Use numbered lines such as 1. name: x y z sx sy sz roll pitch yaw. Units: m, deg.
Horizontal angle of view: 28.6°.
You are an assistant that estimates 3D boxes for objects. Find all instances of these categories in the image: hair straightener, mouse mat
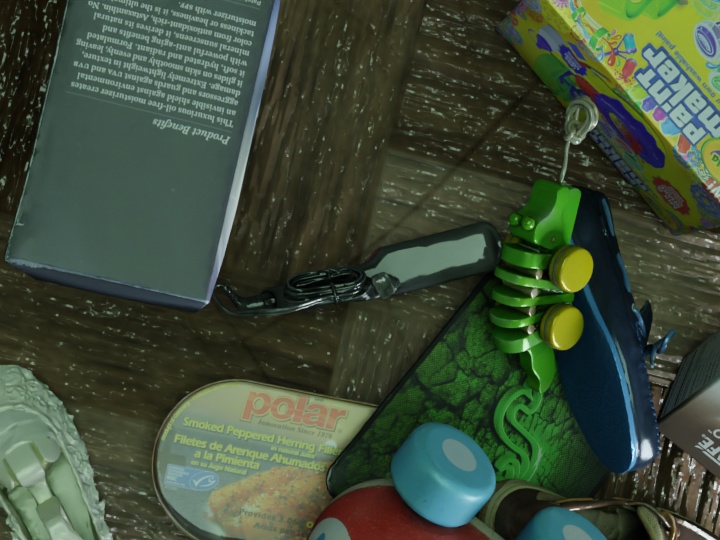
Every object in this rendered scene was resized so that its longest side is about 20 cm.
1. hair straightener: 0.000 0.000 0.940 0.199 0.077 0.041 -9 90 -8
2. mouse mat: 0.089 0.121 0.954 0.161 0.008 0.200 44 71 -10

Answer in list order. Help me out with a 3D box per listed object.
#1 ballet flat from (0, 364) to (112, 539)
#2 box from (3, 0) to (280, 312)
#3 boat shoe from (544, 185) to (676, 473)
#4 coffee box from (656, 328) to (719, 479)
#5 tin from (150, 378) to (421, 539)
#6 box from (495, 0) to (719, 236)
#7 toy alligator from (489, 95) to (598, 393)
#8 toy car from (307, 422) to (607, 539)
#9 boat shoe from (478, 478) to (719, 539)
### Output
1. ballet flat: -0.199 0.147 0.910 0.072 0.072 0.201 -28 90 -9
2. box: -0.130 -0.082 0.867 0.123 0.200 0.199 14 86 -7
3. boat shoe: 0.173 0.033 0.956 0.068 0.084 0.201 -9 82 -27
4. coffee box: 0.302 0.065 0.915 0.114 0.200 0.080 38 45 -2
5. tin: -0.040 0.136 0.947 0.199 0.042 0.113 12 89 -7
6. box: 0.236 -0.163 0.962 0.193 0.122 0.200 -42 92 -7
7. toy alligator: 0.114 -0.015 0.922 0.054 0.059 0.201 -4 108 -35
8. toy car: 0.030 0.228 0.817 0.177 0.200 0.185 35 117 -1
9. boat shoe: 0.177 0.185 0.939 0.199 0.072 0.073 21 79 -23
